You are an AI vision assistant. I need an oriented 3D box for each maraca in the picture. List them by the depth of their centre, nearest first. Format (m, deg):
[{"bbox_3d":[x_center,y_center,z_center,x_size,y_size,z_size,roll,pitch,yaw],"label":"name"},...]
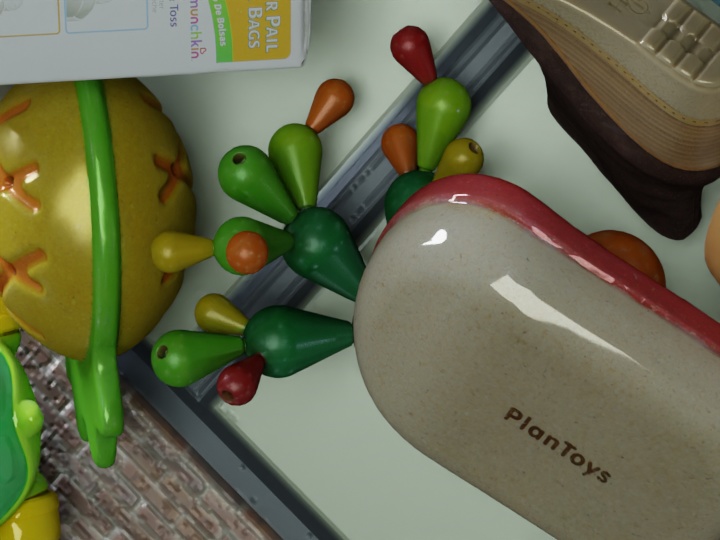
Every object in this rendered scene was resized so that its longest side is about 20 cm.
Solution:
[{"bbox_3d":[-0.132,-0.008,0.925,0.106,0.137,0.202,-4,103,-13],"label":"maraca"}]

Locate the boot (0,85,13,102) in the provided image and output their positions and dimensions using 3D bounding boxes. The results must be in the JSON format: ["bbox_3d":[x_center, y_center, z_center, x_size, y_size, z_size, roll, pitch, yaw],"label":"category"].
[{"bbox_3d":[-0.230,-0.177,0.931,0.180,0.073,0.202,13,116,-3],"label":"boot"}]

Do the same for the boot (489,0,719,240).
[{"bbox_3d":[0.084,-0.106,0.839,0.072,0.167,0.200,-41,75,-11],"label":"boot"}]

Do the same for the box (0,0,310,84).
[{"bbox_3d":[-0.129,-0.149,0.866,0.198,0.113,0.102,-4,113,-12],"label":"box"}]

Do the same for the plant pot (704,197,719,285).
[{"bbox_3d":[0.240,-0.013,0.804,0.140,0.200,0.201,41,103,23],"label":"plant pot"}]

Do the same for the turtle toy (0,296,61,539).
[{"bbox_3d":[-0.246,0.086,0.967,0.198,0.101,0.147,-9,93,25],"label":"turtle toy"}]

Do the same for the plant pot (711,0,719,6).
[{"bbox_3d":[0.164,-0.181,0.724,0.134,0.200,0.202,15,99,23],"label":"plant pot"}]

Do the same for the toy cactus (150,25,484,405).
[{"bbox_3d":[0.000,0.000,0.902,0.165,0.102,0.200,47,73,-17],"label":"toy cactus"}]

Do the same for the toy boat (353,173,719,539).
[{"bbox_3d":[0.098,0.029,0.846,0.199,0.131,0.131,33,132,-1],"label":"toy boat"}]
